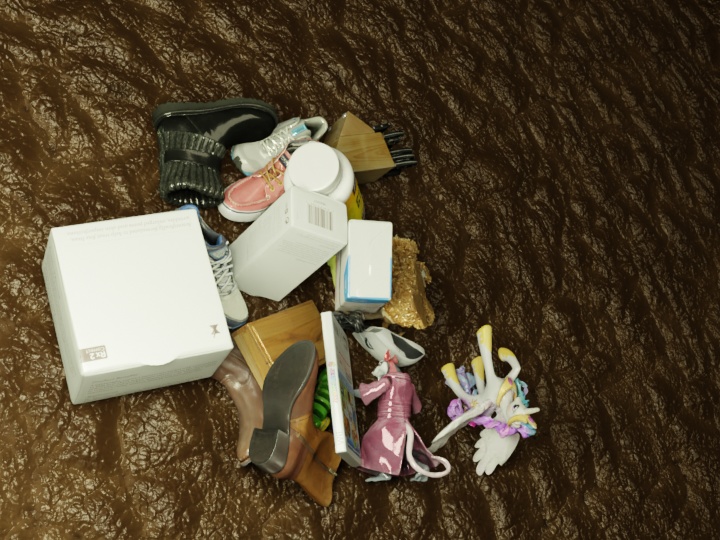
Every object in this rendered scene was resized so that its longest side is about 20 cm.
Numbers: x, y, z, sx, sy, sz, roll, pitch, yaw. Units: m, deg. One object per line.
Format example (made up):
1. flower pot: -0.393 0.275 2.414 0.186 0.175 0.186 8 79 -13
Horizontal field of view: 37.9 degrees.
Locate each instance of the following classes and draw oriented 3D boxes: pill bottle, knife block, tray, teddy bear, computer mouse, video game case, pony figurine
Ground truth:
1. pill bottle: -0.056 -0.120 1.617 0.200 0.108 0.111 68 7 -71
2. knife block: 0.015 -0.187 1.859 0.175 0.064 0.202 34 48 -21
3. tray: -0.104 0.110 1.556 0.099 0.037 0.200 61 25 5
4. teddy bear: 0.070 0.026 1.700 0.145 0.066 0.202 52 26 -41
5. computer mouse: 0.026 0.117 1.678 0.199 0.109 0.044 29 68 -36
6. video game case: -0.028 0.176 1.533 0.143 0.018 0.203 65 17 -70
7. pony figurine: 0.202 0.223 1.718 0.165 0.193 0.201 20 35 -36

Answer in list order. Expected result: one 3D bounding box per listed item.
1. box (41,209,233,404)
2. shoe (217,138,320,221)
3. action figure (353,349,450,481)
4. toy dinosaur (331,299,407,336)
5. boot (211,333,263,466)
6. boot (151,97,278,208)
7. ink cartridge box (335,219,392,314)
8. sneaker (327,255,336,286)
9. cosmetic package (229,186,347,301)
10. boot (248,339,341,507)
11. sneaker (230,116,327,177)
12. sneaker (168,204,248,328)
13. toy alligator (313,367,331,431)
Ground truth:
1. box: -0.294 0.046 1.365 0.197 0.131 0.202 -9 72 -26
2. shoe: -0.140 -0.149 1.665 0.072 0.091 0.199 46 44 16
3. action figure: 0.048 0.219 1.601 0.133 0.148 0.203 8 74 -31
4. toy dinosaur: 0.035 0.067 1.747 0.106 0.061 0.199 49 43 11
5. boot: -0.205 0.153 1.464 0.200 0.064 0.187 41 32 -21
6. boot: -0.216 -0.177 1.617 0.208 0.080 0.159 -7 63 -18
7. ink cartridge box: 0.000 0.000 1.600 0.067 0.200 0.118 3 80 -7
8. sneaker: -0.045 -0.054 1.737 0.075 0.076 0.202 1 63 -12
9. cosmetic package: -0.112 -0.036 1.558 0.101 0.199 0.075 18 54 -31
10. boot: -0.063 0.217 1.476 0.200 0.068 0.191 43 53 -52
11. sneaker: -0.130 -0.217 1.733 0.199 0.086 0.075 -32 91 -45
12. sneaker: -0.222 -0.007 1.528 0.201 0.085 0.077 56 44 -2
13. toy alligator: -0.071 0.215 1.553 0.059 0.054 0.201 41 45 -15
